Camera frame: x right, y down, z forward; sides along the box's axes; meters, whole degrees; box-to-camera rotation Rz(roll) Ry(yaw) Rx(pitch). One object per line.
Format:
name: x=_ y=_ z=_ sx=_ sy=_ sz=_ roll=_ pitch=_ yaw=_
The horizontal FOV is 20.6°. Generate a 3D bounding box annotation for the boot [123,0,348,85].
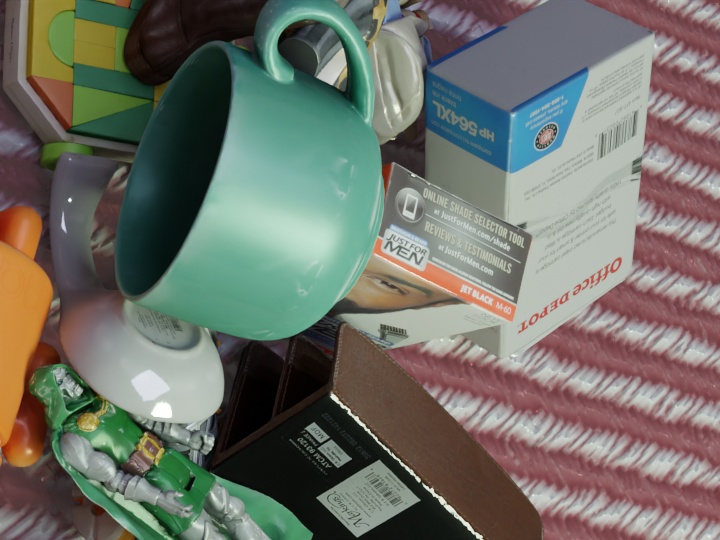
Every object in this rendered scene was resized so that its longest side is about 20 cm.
boot: x=-0.056 y=-0.209 z=1.189 sx=0.064 sy=0.200 sz=0.188 roll=24 pitch=67 yaw=-29

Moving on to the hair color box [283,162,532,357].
hair color box: x=0.000 y=0.000 z=1.232 sx=0.111 sy=0.200 sz=0.064 roll=25 pitch=67 yaw=-27

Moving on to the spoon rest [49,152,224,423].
spoon rest: x=-0.141 y=0.018 z=1.160 sx=0.099 sy=0.061 sz=0.201 roll=9 pitch=39 yaw=-35

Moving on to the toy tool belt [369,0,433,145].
toy tool belt: x=-0.007 y=-0.180 z=1.335 sx=0.123 sy=0.124 sz=0.201 roll=-25 pitch=100 yaw=-70

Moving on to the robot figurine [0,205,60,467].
robot figurine: x=-0.243 y=0.049 z=1.105 sx=0.144 sy=0.116 sz=0.201 roll=65 pitch=36 yaw=-64

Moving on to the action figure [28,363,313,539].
action figure: x=-0.109 y=0.122 z=1.118 sx=0.200 sy=0.055 sz=0.118 roll=41 pitch=31 yaw=-13

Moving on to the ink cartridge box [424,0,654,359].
ink cartridge box: x=0.118 y=-0.063 z=1.339 sx=0.146 sy=0.084 sz=0.201 roll=-31 pitch=137 yaw=-35

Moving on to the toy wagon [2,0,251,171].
toy wagon: x=-0.132 y=-0.134 z=1.267 sx=0.199 sy=0.039 sz=0.156 roll=8 pitch=76 yaw=-33

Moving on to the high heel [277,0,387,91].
high heel: x=-0.047 y=-0.103 z=1.252 sx=0.071 sy=0.200 sz=0.143 roll=34 pitch=38 yaw=-1

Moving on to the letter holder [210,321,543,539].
letter holder: x=0.018 y=0.121 z=1.249 sx=0.200 sy=0.100 sz=0.142 roll=45 pitch=28 yaw=-21

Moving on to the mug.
mug: x=-0.048 y=-0.045 z=1.097 sx=0.114 sy=0.185 sz=0.153 roll=19 pitch=56 yaw=-24

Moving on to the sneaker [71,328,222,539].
sneaker: x=-0.119 y=0.080 z=1.218 sx=0.077 sy=0.078 sz=0.201 roll=31 pitch=66 yaw=-42
